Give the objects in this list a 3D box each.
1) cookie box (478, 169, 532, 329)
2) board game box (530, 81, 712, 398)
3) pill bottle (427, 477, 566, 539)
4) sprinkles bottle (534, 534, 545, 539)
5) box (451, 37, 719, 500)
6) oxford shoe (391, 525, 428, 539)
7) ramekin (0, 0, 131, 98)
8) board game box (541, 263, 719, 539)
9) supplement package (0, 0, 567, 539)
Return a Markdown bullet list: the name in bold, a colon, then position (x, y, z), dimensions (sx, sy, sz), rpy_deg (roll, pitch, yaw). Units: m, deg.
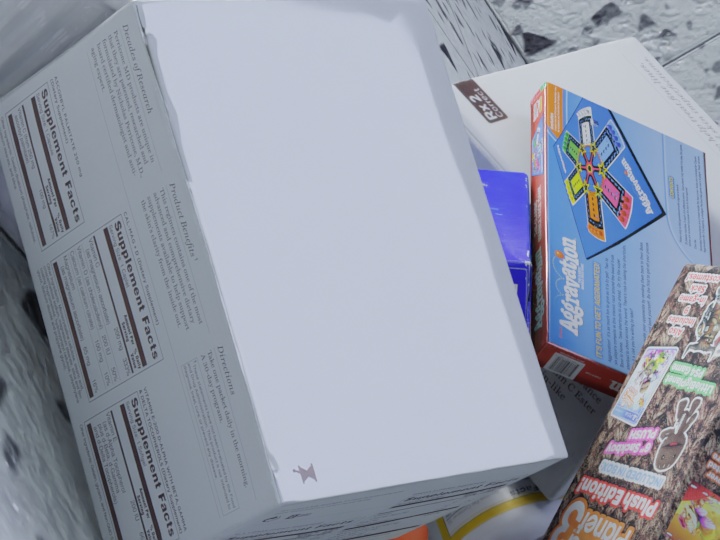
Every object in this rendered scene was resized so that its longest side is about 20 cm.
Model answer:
- **cookie box**: position (0.000, 0.000, 1.352), dimensions (0.200, 0.170, 0.076), rpy_deg (-76, 171, -75)
- **board game box**: position (0.135, -0.009, 1.423), dimensions (0.103, 0.019, 0.201), rpy_deg (24, 40, -17)
- **pill bottle**: position (0.083, 0.137, 1.550), dimensions (0.112, 0.112, 0.201), rpy_deg (48, 16, -50)
- **sprinkles bottle**: position (0.140, 0.226, 1.396), dimensions (0.201, 0.068, 0.068), rpy_deg (64, 11, 16)
- **box**: position (0.131, -0.006, 1.546), dimensions (0.200, 0.131, 0.199), rpy_deg (-18, 60, -47)
- **oxford shoe**: position (0.006, 0.163, 1.300), dimensions (0.200, 0.071, 0.073), rpy_deg (54, 44, -68)
- **ramekin**: position (-0.142, -0.152, 1.160), dimensions (0.200, 0.105, 0.200), rpy_deg (39, 24, -21)
- **board game box**: position (0.191, 0.123, 1.315), dimensions (0.159, 0.201, 0.097), rpy_deg (33, -11, -22)
- **supplement package**: position (-0.033, 0.005, 1.089), dimensions (0.155, 0.111, 0.201), rpy_deg (-5, 74, -42)
